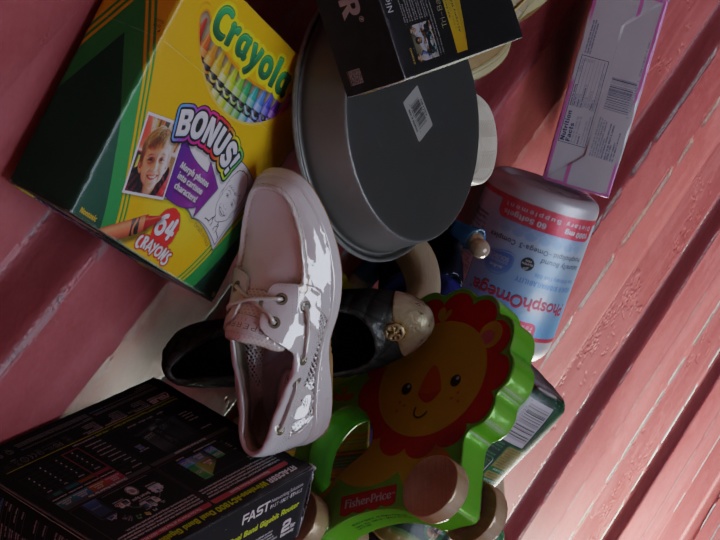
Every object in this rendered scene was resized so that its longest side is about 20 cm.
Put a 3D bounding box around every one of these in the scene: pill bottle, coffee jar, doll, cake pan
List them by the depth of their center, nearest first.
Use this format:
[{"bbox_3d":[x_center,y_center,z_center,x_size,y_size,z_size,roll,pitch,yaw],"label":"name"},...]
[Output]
[{"bbox_3d":[0.025,-0.106,1.283,0.200,0.037,0.201,2,87,-55],"label":"cake pan"},{"bbox_3d":[0.057,0.144,1.376,0.085,0.104,0.200,31,101,-41],"label":"coffee jar"},{"bbox_3d":[0.044,0.009,1.490,0.048,0.136,0.200,53,31,-41],"label":"doll"},{"bbox_3d":[0.138,0.013,1.675,0.109,0.109,0.201,-3,114,-60],"label":"pill bottle"}]

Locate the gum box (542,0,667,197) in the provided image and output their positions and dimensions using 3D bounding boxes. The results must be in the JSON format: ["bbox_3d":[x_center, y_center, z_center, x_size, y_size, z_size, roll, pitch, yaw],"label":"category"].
[{"bbox_3d":[0.227,-0.170,1.687,0.114,0.066,0.201,-54,160,-71],"label":"gum box"}]

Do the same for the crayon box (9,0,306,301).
[{"bbox_3d":[-0.118,-0.092,1.179,0.173,0.058,0.200,-63,154,-5],"label":"crayon box"}]

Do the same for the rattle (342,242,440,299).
[{"bbox_3d":[0.000,0.000,1.464,0.200,0.130,0.143,-76,180,-46],"label":"rattle"}]

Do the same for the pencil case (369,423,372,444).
[{"bbox_3d":[0.044,0.124,1.493,0.200,0.078,0.087,-39,135,6],"label":"pencil case"}]

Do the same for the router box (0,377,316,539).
[{"bbox_3d":[-0.149,0.155,1.229,0.200,0.150,0.062,-23,132,-53],"label":"router box"}]

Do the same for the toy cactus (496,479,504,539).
[{"bbox_3d":[0.117,0.275,1.903,0.200,0.102,0.166,21,74,-61],"label":"toy cactus"}]

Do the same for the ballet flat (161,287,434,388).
[{"bbox_3d":[-0.044,0.057,1.307,0.057,0.199,0.067,-85,163,-71],"label":"ballet flat"}]

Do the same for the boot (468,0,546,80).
[{"bbox_3d":[0.099,-0.250,1.424,0.200,0.073,0.156,-47,148,-35],"label":"boot"}]

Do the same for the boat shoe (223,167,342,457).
[{"bbox_3d":[-0.058,0.033,1.226,0.069,0.071,0.201,-24,117,-49],"label":"boat shoe"}]

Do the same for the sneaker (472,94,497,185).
[{"bbox_3d":[0.030,-0.107,1.399,0.200,0.084,0.075,11,82,-55],"label":"sneaker"}]

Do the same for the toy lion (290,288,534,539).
[{"bbox_3d":[0.035,0.109,1.314,0.069,0.200,0.192,36,48,-39],"label":"toy lion"}]

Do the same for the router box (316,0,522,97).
[{"bbox_3d":[0.023,-0.230,1.218,0.157,0.052,0.201,-25,100,-52],"label":"router box"}]

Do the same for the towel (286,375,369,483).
[{"bbox_3d":[-0.034,0.102,1.388,0.086,0.018,0.201,-5,122,-12],"label":"towel"}]

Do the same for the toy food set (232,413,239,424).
[{"bbox_3d":[-0.108,0.215,1.466,0.198,0.049,0.200,-42,146,-38],"label":"toy food set"}]
